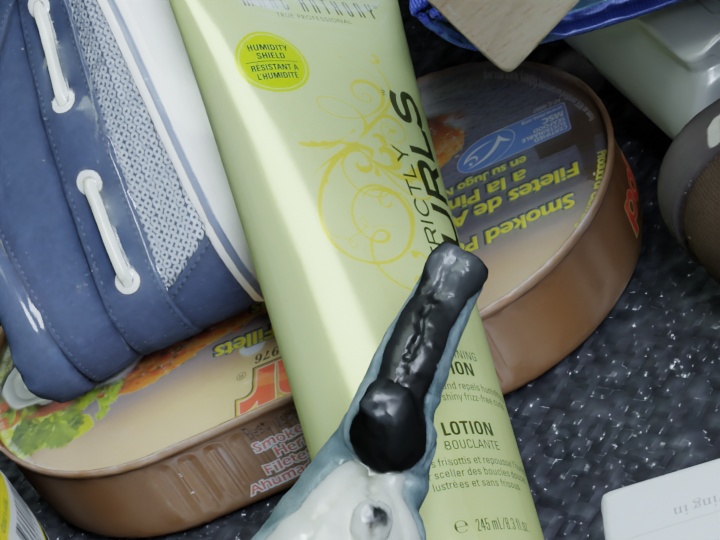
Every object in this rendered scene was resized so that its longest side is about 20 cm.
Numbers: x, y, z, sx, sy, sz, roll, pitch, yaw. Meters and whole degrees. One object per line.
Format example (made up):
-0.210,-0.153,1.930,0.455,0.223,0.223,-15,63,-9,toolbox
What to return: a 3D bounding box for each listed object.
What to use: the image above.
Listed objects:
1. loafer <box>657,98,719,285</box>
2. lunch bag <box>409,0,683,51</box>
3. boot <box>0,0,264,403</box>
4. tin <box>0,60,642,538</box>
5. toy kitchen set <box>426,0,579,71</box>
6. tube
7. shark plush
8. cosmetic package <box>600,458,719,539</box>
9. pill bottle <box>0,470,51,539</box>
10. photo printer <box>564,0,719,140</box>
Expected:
0.176,-0.037,0.736,0.199,0.073,0.071,-30,47,11,loafer
0.092,-0.140,0.786,0.199,0.094,0.151,-29,34,26,lunch bag
-0.091,-0.066,0.829,0.090,0.073,0.201,-28,67,8,boot
-0.014,0.009,0.832,0.199,0.042,0.112,-23,34,11,tin
0.158,-0.090,0.644,0.163,0.200,0.180,-47,1,-41,toy kitchen set
0.000,0.000,0.753,0.052,0.058,0.201,-20,63,10,tube
-0.029,0.085,0.680,0.083,0.090,0.201,-159,83,-72,shark plush
0.111,0.123,0.590,0.101,0.074,0.201,-18,41,16,cosmetic package
-0.164,0.052,0.754,0.112,0.200,0.113,-19,38,16,pill bottle
0.121,-0.121,0.856,0.166,0.070,0.200,-35,37,-4,photo printer
